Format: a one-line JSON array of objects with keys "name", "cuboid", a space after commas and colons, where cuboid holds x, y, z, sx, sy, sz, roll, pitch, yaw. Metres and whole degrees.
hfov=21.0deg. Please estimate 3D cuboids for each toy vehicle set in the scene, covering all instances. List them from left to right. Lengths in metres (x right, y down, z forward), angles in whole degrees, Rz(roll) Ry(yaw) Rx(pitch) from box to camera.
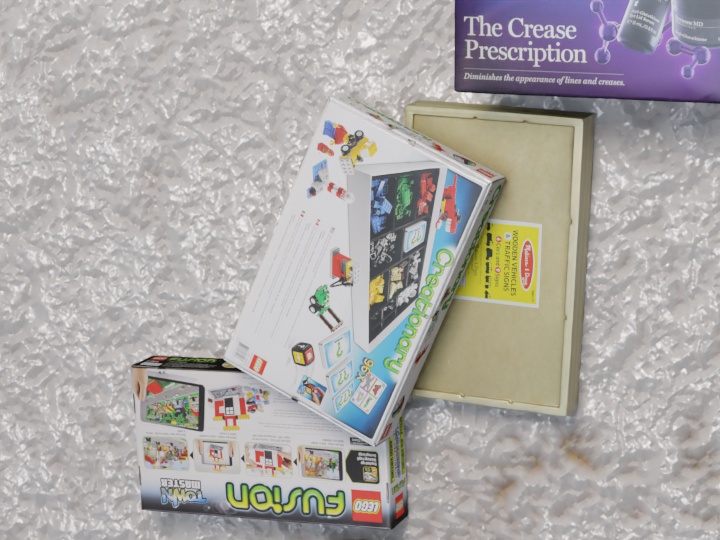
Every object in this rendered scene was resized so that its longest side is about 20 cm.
[{"name": "toy vehicle set", "cuboid": [0.088, -0.009, 1.292, 0.123, 0.026, 0.201, 7, 104, 21]}]

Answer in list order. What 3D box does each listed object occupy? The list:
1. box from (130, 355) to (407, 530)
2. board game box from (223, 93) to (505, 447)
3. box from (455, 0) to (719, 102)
[{"name": "box", "cuboid": [-0.066, 0.121, 1.381, 0.199, 0.035, 0.111, 2, 102, 22]}, {"name": "board game box", "cuboid": [0.000, 0.000, 1.292, 0.126, 0.035, 0.201, 29, 108, 16]}, {"name": "box", "cuboid": [0.162, -0.179, 1.189, 0.199, 0.079, 0.142, 4, 100, 22]}]
